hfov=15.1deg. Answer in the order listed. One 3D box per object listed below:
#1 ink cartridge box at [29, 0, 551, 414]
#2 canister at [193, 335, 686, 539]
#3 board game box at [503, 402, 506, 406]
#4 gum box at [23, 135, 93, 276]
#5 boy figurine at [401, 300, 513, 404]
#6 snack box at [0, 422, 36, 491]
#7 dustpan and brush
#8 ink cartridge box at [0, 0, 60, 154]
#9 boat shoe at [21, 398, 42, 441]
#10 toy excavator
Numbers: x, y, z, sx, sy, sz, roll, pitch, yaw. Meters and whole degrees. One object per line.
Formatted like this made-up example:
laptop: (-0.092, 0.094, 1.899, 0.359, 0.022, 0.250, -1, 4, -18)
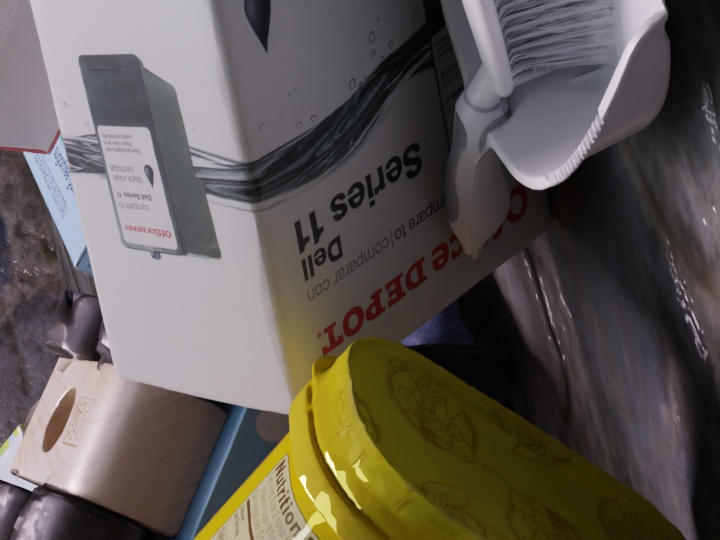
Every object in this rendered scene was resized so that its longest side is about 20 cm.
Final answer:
ink cartridge box: (-0.022, -0.076, 0.851, 0.083, 0.147, 0.200, 12, 125, 37)
canister: (-0.008, 0.136, 0.832, 0.148, 0.200, 0.087, 33, -157, -22)
board game box: (0.056, 0.136, 1.121, 0.200, 0.023, 0.105, 96, 154, -63)
gum box: (-0.058, -0.109, 1.003, 0.200, 0.045, 0.170, -61, 24, 12)
boy figurine: (0.000, 0.000, 1.076, 0.200, 0.064, 0.124, -118, 41, -49)
snack box: (-0.052, 0.140, 1.129, 0.200, 0.142, 0.053, 58, 135, 13)
dustpan and brush: (0.044, -0.063, 0.784, 0.200, 0.057, 0.140, 74, 175, -60)
ink cartridge box: (-0.129, -0.156, 0.950, 0.117, 0.067, 0.200, 123, 146, -51)
boat shoe: (-0.046, 0.107, 1.049, 0.075, 0.200, 0.073, 89, -156, -68)
toy excavator: (-0.015, 0.088, 0.948, 0.100, 0.200, 0.194, -69, 20, -8)
